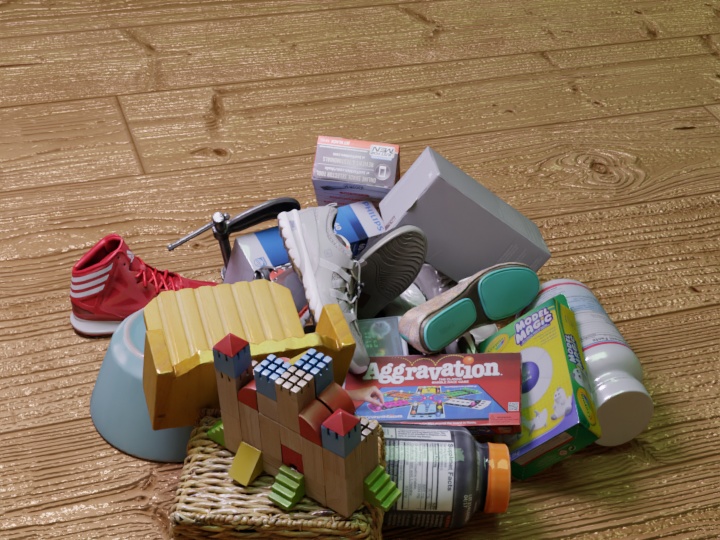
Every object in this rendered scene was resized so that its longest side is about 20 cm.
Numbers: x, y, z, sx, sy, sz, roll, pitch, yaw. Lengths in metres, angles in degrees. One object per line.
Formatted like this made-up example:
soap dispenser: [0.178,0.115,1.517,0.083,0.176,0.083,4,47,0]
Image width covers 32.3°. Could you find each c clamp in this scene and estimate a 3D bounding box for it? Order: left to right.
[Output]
c clamp: [-0.149,-0.036,1.575,0.169,0.200,0.027,-29,68,-6]

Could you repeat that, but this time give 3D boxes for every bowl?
bowl: [-0.210,0.110,1.416,0.198,0.106,0.202,3,36,-2]

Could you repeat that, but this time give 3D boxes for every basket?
basket: [-0.075,0.237,1.218,0.197,0.144,0.150,1,37,5]

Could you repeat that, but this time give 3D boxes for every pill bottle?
pill bottle: [0.056,0.214,1.299,0.197,0.107,0.107,3,35,-3]
pill bottle: [0.265,0.108,1.465,0.107,0.110,0.201,-6,37,-15]

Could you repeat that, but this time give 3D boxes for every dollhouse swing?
dollhouse swing: [-0.129,0.052,1.290,0.197,0.182,0.178,-7,61,-15]

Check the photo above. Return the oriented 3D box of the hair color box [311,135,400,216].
hair color box: [-0.002,-0.114,1.675,0.109,0.200,0.065,7,78,3]

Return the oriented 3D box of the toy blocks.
toy blocks: [-0.058,0.129,1.126,0.198,0.138,0.100,24,45,29]

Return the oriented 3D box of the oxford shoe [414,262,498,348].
oxford shoe: [0.114,0.028,1.605,0.074,0.058,0.201,-8,40,-24]

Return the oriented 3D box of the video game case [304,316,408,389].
video game case: [-0.028,0.138,1.424,0.179,0.024,0.202,-5,45,-2]

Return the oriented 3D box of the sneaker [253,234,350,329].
sneaker: [-0.081,0.014,1.461,0.082,0.077,0.201,44,50,-14]

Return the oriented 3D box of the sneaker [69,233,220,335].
sneaker: [-0.259,0.015,1.531,0.197,0.117,0.079,-9,37,-17]

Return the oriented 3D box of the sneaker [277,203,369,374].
sneaker: [-0.025,0.016,1.396,0.081,0.075,0.202,-21,84,-6]

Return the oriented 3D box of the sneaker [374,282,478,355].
sneaker: [0.075,0.082,1.525,0.079,0.075,0.200,-30,42,-23]

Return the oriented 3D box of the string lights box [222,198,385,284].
string lights box: [-0.070,-0.016,1.597,0.198,0.103,0.059,-18,62,-29]

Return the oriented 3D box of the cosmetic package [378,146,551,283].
cosmetic package: [0.130,-0.050,1.558,0.199,0.107,0.091,36,20,-22]

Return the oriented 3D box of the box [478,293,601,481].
box: [0.197,0.121,1.402,0.048,0.117,0.202,34,35,-33]

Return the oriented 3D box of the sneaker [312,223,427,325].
sneaker: [0.000,0.000,1.523,0.074,0.200,0.107,30,25,-28]

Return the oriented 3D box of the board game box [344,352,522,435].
board game box: [0.079,0.137,1.374,0.197,0.020,0.104,-3,44,11]

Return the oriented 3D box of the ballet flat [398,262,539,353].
ballet flat: [0.123,0.037,1.460,0.198,0.069,0.067,-21,16,-34]
